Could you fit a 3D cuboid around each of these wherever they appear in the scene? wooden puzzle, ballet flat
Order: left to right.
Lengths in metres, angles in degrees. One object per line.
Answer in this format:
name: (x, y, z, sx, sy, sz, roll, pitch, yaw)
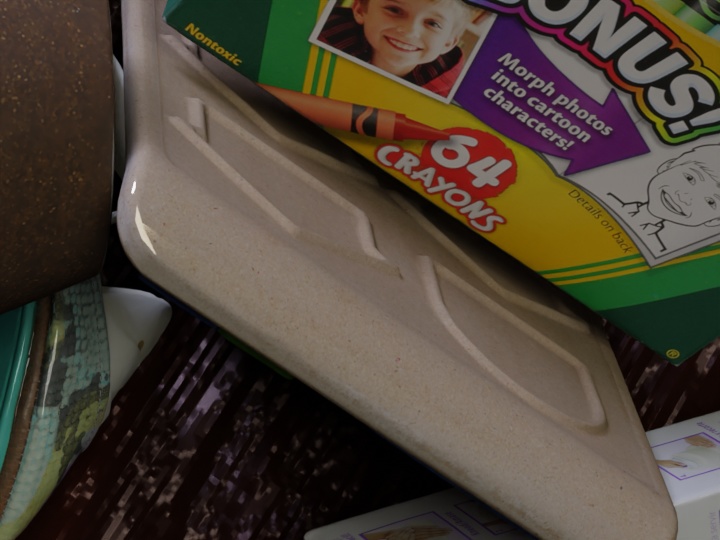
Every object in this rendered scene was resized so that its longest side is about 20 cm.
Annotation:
ballet flat: (-0.093, -0.012, 0.891, 0.071, 0.069, 0.201, 6, 77, -38)
wooden puzzle: (0.000, 0.000, 0.867, 0.185, 0.200, 0.046, 34, 110, -17)

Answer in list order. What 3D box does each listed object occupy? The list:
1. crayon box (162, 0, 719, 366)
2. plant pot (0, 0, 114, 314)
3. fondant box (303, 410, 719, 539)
crayon box: (0.074, -0.081, 0.839, 0.199, 0.172, 0.059, 33, 44, -20)
plant pot: (-0.169, -0.042, 0.786, 0.199, 0.187, 0.188, -1, 80, -12)
fondant box: (0.089, 0.126, 0.897, 0.199, 0.058, 0.145, -15, 111, -22)
